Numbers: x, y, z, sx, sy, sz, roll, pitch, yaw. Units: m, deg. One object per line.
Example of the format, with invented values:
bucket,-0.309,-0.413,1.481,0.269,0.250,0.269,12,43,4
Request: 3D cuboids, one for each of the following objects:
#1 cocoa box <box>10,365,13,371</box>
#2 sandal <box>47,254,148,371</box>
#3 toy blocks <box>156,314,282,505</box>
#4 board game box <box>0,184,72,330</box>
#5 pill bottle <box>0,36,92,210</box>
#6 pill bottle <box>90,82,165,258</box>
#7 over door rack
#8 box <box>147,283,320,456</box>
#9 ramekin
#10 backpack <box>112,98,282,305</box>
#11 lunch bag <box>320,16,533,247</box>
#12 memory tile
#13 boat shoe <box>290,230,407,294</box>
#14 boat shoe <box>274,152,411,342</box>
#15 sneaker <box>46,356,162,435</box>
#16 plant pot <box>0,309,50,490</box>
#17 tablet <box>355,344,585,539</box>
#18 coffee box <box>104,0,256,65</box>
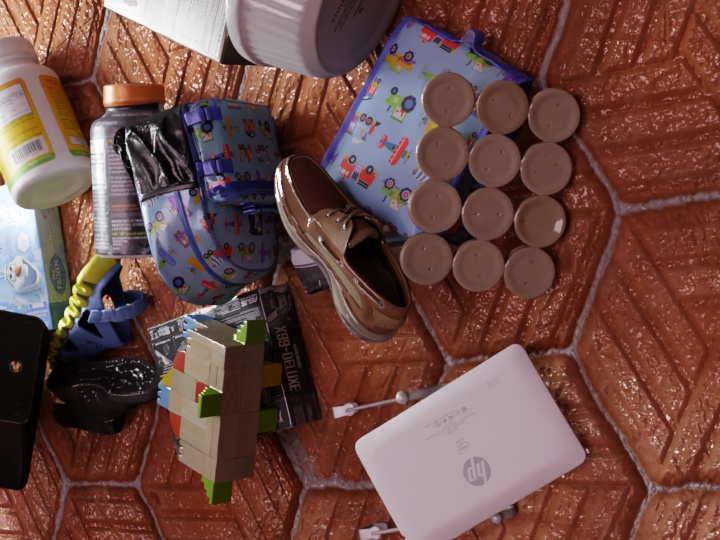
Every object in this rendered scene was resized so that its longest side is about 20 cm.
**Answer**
cocoa box,-0.546,0.198,1.861,0.200,0.131,0.134,-39,73,47
sandal,-0.323,0.071,1.719,0.087,0.080,0.200,32,127,3
toy blocks,-0.169,0.136,1.526,0.137,0.100,0.200,20,108,49
board game box,-0.466,-0.010,1.850,0.200,0.043,0.200,-11,87,41
pill bottle,-0.414,-0.187,1.742,0.111,0.111,0.200,-37,71,37
pill bottle,-0.259,-0.117,1.621,0.106,0.106,0.201,3,96,40
over door rack,0.053,0.196,1.415,0.200,0.067,0.148,-17,83,40
box,-0.147,0.116,1.587,0.200,0.050,0.158,-20,82,40
ramekin,-0.035,-0.280,1.362,0.094,0.202,0.203,28,113,22
backpack,-0.153,-0.069,1.486,0.134,0.182,0.200,-18,81,24
lunch bag,0.068,-0.143,1.356,0.150,0.094,0.200,35,110,31
memory tile,0.120,-0.078,1.296,0.017,0.153,0.200,-116,33,-77
boat shoe,0.000,0.000,1.433,0.200,0.070,0.066,-4,103,48
boat shoe,-0.010,-0.031,1.323,0.200,0.076,0.072,57,142,7
sneaker,-0.307,0.159,1.713,0.199,0.060,0.104,0,139,27
plant pot,-0.473,0.136,1.688,0.177,0.200,0.200,138,140,-58
tablet,0.103,0.174,1.345,0.200,0.014,0.130,-34,78,17
coffee box,-0.169,-0.291,1.521,0.200,0.113,0.080,29,113,34
